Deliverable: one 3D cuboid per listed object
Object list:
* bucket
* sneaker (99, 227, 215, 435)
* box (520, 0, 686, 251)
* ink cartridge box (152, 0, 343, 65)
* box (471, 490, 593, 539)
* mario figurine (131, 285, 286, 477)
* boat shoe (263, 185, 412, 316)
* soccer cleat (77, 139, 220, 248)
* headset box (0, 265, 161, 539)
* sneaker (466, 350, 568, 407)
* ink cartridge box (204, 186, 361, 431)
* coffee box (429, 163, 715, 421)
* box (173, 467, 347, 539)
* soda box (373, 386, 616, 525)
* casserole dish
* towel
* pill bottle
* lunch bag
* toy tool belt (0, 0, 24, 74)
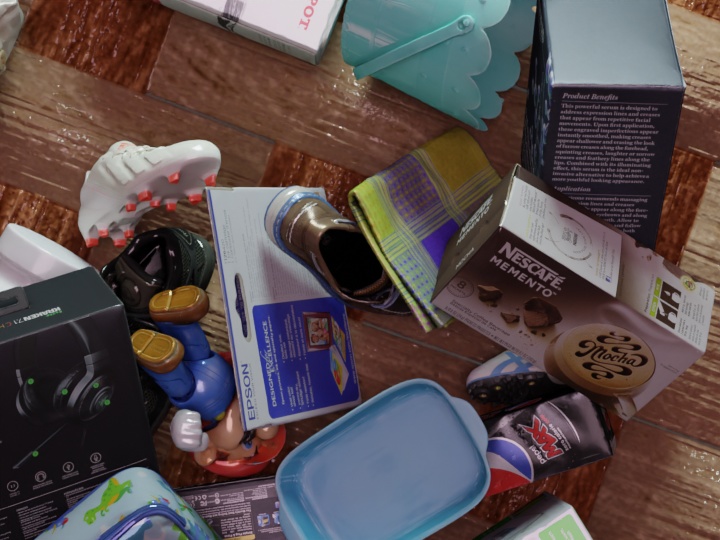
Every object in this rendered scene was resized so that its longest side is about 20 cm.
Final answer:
[{"bbox_3d":[0.078,-0.232,1.494,0.134,0.207,0.208,23,87,11],"label":"bucket"},{"bbox_3d":[-0.194,0.055,1.512,0.076,0.114,0.201,20,87,21],"label":"sneaker"},{"bbox_3d":[0.196,-0.121,1.463,0.106,0.201,0.149,2,44,-1],"label":"box"},{"bbox_3d":[-0.100,-0.285,1.550,0.199,0.083,0.146,22,87,0],"label":"ink cartridge box"},{"bbox_3d":[0.117,0.275,1.464,0.176,0.200,0.097,-32,87,-1],"label":"box"},{"bbox_3d":[-0.111,0.103,1.485,0.123,0.200,0.106,-37,46,-9],"label":"mario figurine"},{"bbox_3d":[0.000,0.000,1.489,0.072,0.200,0.073,37,96,44],"label":"boat shoe"},{"bbox_3d":[-0.187,-0.081,1.496,0.069,0.200,0.078,3,71,-37],"label":"soccer cleat"},{"bbox_3d":[-0.266,0.111,1.414,0.173,0.093,0.201,-19,117,-18],"label":"headset box"},{"bbox_3d":[0.184,0.063,1.548,0.199,0.072,0.073,-22,60,2],"label":"sneaker"},{"bbox_3d":[-0.076,0.029,1.481,0.047,0.200,0.199,-10,87,30],"label":"ink cartridge box"},{"bbox_3d":[0.172,0.020,1.430,0.199,0.113,0.080,32,44,-11],"label":"coffee box"},{"bbox_3d":[-0.105,0.263,1.539,0.198,0.049,0.163,-9,86,0],"label":"box"},{"bbox_3d":[0.116,0.156,1.515,0.199,0.071,0.064,-20,90,12],"label":"soda box"},{"bbox_3d":[0.022,0.172,1.481,0.199,0.039,0.122,-33,86,16],"label":"casserole dish"},{"bbox_3d":[0.076,-0.040,1.506,0.023,0.200,0.144,-33,89,39],"label":"towel"},{"bbox_3d":[-0.307,0.070,1.508,0.115,0.116,0.201,28,92,1],"label":"pill bottle"},{"bbox_3d":[-0.177,0.271,1.432,0.160,0.083,0.200,-37,127,-1],"label":"lunch bag"},{"bbox_3d":[-0.398,-0.204,1.527,0.199,0.125,0.124,16,79,1],"label":"toy tool belt"}]
